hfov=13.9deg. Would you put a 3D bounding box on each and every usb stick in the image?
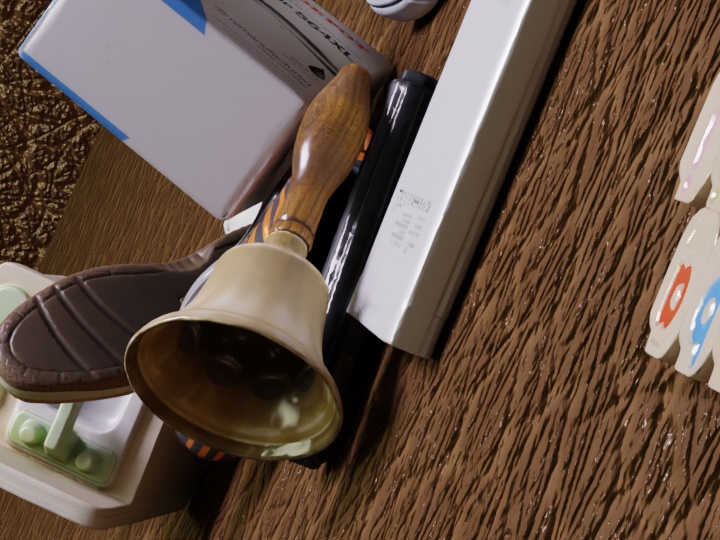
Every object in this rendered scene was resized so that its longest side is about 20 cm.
[{"bbox_3d":[0.000,0.000,1.441,0.055,0.032,0.201,65,-138,-69],"label":"usb stick"}]

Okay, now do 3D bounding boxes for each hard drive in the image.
[{"bbox_3d":[0.049,-0.064,1.342,0.132,0.026,0.201,-146,78,-80],"label":"hard drive"}]

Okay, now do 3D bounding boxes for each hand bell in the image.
[{"bbox_3d":[-0.031,-0.022,1.395,0.104,0.104,0.201,-55,13,54],"label":"hand bell"}]

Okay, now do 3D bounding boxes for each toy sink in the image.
[{"bbox_3d":[-0.163,0.069,1.729,0.200,0.130,0.113,5,-72,-78],"label":"toy sink"}]

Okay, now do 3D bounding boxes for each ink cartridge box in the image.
[{"bbox_3d":[-0.080,-0.115,1.630,0.084,0.146,0.200,-53,-5,17],"label":"ink cartridge box"}]

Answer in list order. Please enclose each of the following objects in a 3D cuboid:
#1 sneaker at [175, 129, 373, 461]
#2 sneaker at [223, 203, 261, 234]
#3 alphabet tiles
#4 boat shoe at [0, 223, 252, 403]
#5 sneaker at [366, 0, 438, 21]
[{"bbox_3d":[-0.046,0.021,1.524,0.112,0.077,0.201,-96,29,-72],"label":"sneaker"},{"bbox_3d":[-0.069,-0.058,1.800,0.200,0.088,0.075,-81,17,-52],"label":"sneaker"},{"bbox_3d":[0.138,-0.058,0.873,0.200,0.015,0.196,-145,78,-80],"label":"alphabet tiles"},{"bbox_3d":[-0.112,0.035,1.631,0.072,0.199,0.076,65,156,19],"label":"boat shoe"},{"bbox_3d":[0.030,-0.198,1.614,0.200,0.071,0.073,134,156,-65],"label":"sneaker"}]
